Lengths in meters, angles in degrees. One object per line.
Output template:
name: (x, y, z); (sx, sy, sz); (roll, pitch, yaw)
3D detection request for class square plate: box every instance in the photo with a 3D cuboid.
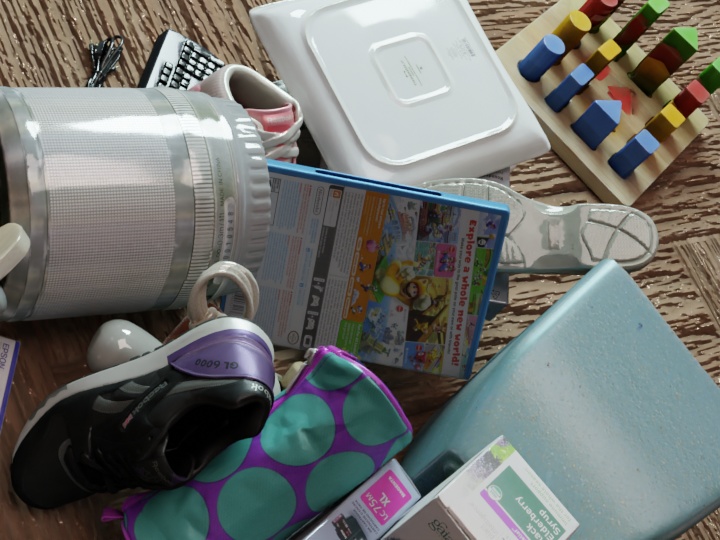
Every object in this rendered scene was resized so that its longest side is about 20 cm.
square plate: (0.037, -0.158, 1.184); (0.198, 0.028, 0.200); (-21, 75, -26)

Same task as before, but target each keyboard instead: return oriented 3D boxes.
keyboard: (-0.175, -0.124, 1.181); (0.127, 0.021, 0.200); (25, 50, -16)

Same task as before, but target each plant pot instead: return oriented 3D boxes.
plant pot: (0.140, 0.150, 1.090); (0.200, 0.196, 0.197); (-32, 80, -35)

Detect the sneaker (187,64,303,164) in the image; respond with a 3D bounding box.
sneaker: (-0.078, -0.069, 1.139); (0.075, 0.105, 0.201); (-19, 79, -46)

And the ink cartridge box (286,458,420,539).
ink cartridge box: (-0.056, 0.209, 0.966); (0.200, 0.119, 0.042); (-34, 86, -42)

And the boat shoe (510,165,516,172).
boat shoe: (0.075, -0.165, 1.334); (0.069, 0.071, 0.200); (-25, 83, -42)

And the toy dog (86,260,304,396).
toy dog: (-0.103, 0.079, 1.037); (0.132, 0.096, 0.200); (-40, 119, -6)

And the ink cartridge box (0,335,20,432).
ink cartridge box: (-0.330, 0.063, 0.951); (0.199, 0.037, 0.095); (18, 53, -19)

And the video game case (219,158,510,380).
video game case: (0.000, 0.000, 1.097); (0.199, 0.144, 0.018); (11, 22, -3)

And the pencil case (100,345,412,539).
pencil case: (-0.066, 0.135, 0.969); (0.200, 0.085, 0.093); (-39, 99, -4)

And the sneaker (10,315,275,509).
sneaker: (-0.145, 0.107, 0.930); (0.076, 0.200, 0.088); (51, 15, -31)

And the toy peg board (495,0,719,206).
toy peg board: (0.257, -0.196, 1.444); (0.200, 0.098, 0.199); (46, 48, 4)

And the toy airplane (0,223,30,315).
toy airplane: (-0.294, 0.061, 0.862); (0.199, 0.141, 0.200); (-10, 49, 1)

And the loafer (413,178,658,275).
loafer: (0.129, -0.023, 1.140); (0.199, 0.063, 0.072); (8, 71, 1)

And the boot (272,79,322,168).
boot: (0.010, -0.114, 1.255); (0.199, 0.068, 0.131); (-3, 64, -31)

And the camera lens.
camera lens: (-0.183, -0.049, 1.026); (0.199, 0.160, 0.160); (-4, 62, -29)

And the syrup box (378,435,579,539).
syrup box: (0.052, 0.199, 0.986); (0.079, 0.200, 0.081); (49, 48, 7)

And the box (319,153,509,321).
box: (0.044, -0.069, 1.185); (0.155, 0.041, 0.201); (10, 63, -16)
